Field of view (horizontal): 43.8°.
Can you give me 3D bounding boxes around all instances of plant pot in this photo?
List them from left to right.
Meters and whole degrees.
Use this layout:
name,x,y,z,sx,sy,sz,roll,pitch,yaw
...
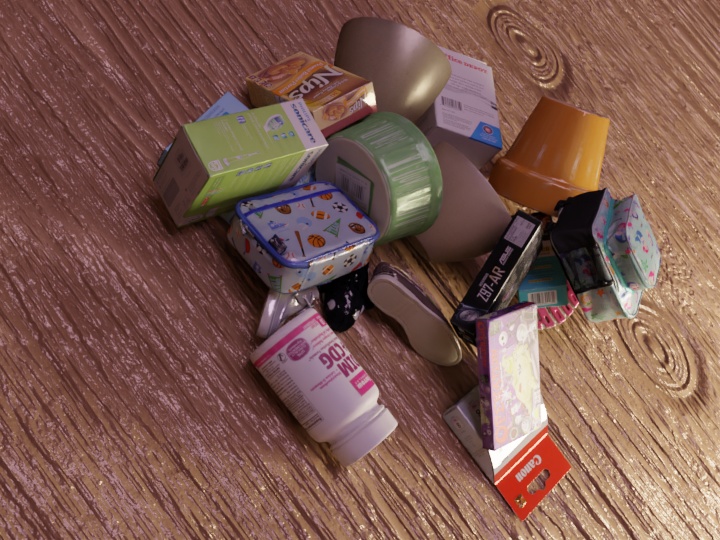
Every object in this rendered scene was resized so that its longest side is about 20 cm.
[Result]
name,x,y,z,sx,sy,sz,roll,pitch,yaw
plant pot,0.137,-0.091,1.464,0.134,0.200,0.200,-38,85,-4
plant pot,0.350,-0.205,1.595,0.200,0.183,0.200,17,16,-5

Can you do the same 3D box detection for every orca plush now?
name,x,y,z,sx,sy,sz,roll,pitch,yaw
orca plush,0.000,0.000,1.376,0.105,0.071,0.200,39,49,-7

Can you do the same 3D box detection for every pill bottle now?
name,x,y,z,sx,sy,sz,roll,pitch,yaw
pill bottle,-0.047,0.160,1.221,0.200,0.113,0.113,51,49,3

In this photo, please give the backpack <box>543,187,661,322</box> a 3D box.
name,x,y,z,sx,sy,sz,roll,pitch,yaw
backpack,0.406,-0.019,1.467,0.178,0.150,0.200,-56,130,-49

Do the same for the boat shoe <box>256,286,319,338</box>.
name,x,y,z,sx,sy,sz,roll,pitch,yaw
boat shoe,-0.093,0.026,1.302,0.068,0.072,0.200,23,41,0

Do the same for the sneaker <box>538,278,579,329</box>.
name,x,y,z,sx,sy,sz,roll,pitch,yaw
sneaker,0.340,0.037,1.578,0.200,0.087,0.074,-37,107,-19

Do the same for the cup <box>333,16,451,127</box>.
name,x,y,z,sx,sy,sz,roll,pitch,yaw
cup,0.034,-0.303,1.494,0.200,0.200,0.143,26,76,-17

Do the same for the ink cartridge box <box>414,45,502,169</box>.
name,x,y,z,sx,sy,sz,roll,pitch,yaw
ink cartridge box,0.173,-0.303,1.662,0.146,0.084,0.200,14,56,-25

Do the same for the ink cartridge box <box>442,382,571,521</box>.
name,x,y,z,sx,sy,sz,roll,pitch,yaw
ink cartridge box,0.243,0.258,1.394,0.163,0.057,0.200,-31,77,-41

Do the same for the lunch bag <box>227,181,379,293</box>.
name,x,y,z,sx,sy,sz,roll,pitch,yaw
lunch bag,-0.086,-0.055,1.281,0.200,0.076,0.160,-17,55,-39

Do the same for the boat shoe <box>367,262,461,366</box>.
name,x,y,z,sx,sy,sz,roll,pitch,yaw
boat shoe,0.089,0.067,1.388,0.200,0.072,0.060,44,30,-20

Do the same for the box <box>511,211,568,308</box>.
name,x,y,z,sx,sy,sz,roll,pitch,yaw
box,0.302,-0.020,1.541,0.082,0.049,0.200,-8,41,8

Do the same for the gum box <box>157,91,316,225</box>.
name,x,y,z,sx,sy,sz,roll,pitch,yaw
gum box,-0.180,-0.156,1.372,0.200,0.045,0.170,40,50,-6

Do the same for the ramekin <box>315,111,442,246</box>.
name,x,y,z,sx,sy,sz,roll,pitch,yaw
ramekin,0.021,-0.133,1.365,0.098,0.200,0.200,-24,78,-36

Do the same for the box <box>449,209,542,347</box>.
name,x,y,z,sx,sy,sz,roll,pitch,yaw
box,0.215,0.019,1.390,0.044,0.160,0.200,31,85,16

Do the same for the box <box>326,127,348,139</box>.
name,x,y,z,sx,sy,sz,roll,pitch,yaw
box,0.016,-0.211,1.547,0.163,0.021,0.200,10,57,-28

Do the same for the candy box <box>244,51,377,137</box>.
name,x,y,z,sx,sy,sz,roll,pitch,yaw
candy box,-0.080,-0.278,1.412,0.115,0.055,0.200,-32,40,-23

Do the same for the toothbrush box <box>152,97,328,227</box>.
name,x,y,z,sx,sy,sz,roll,pitch,yaw
toothbrush box,-0.169,-0.151,1.254,0.200,0.146,0.086,-20,76,-35

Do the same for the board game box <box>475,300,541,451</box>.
name,x,y,z,sx,sy,sz,roll,pitch,yaw
board game box,0.222,0.155,1.334,0.120,0.032,0.200,-14,105,-37
